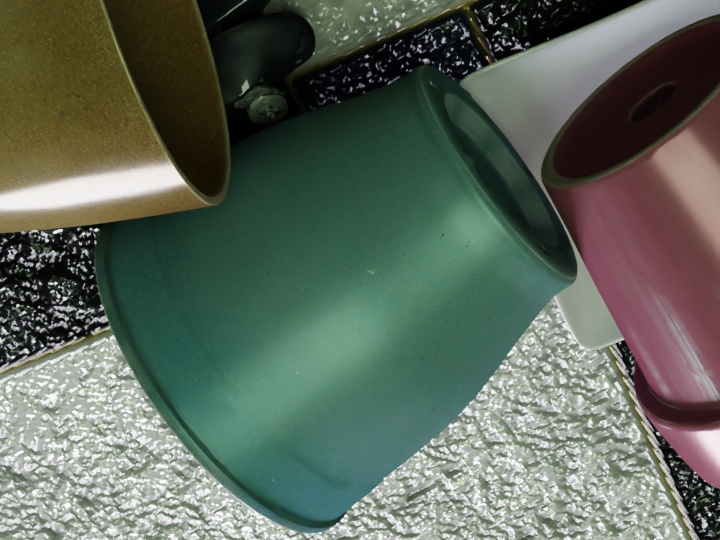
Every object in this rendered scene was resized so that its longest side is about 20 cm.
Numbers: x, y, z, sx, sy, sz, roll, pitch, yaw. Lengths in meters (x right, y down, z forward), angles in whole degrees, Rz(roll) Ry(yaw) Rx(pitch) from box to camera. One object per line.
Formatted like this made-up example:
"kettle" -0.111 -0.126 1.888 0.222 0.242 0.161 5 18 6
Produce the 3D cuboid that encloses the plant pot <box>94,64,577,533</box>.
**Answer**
"plant pot" 0.000 0.000 0.882 0.188 0.200 0.200 -36 118 16

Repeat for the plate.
"plate" 0.177 -0.069 0.948 0.200 0.032 0.200 -23 121 10

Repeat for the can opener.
"can opener" -0.107 -0.080 0.916 0.200 0.079 0.063 -39 156 22

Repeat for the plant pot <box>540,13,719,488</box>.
"plant pot" 0.192 -0.020 0.853 0.200 0.200 0.179 -37 108 18

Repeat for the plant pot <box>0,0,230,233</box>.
"plant pot" -0.185 -0.091 0.784 0.200 0.186 0.187 -16 122 8
